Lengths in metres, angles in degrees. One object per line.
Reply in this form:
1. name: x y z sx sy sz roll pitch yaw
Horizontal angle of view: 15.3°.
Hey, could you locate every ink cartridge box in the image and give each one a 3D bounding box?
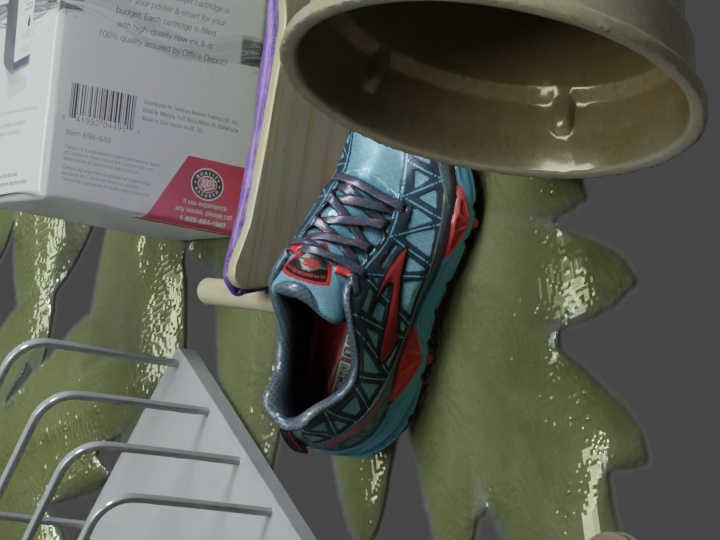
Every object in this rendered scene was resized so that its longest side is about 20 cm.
1. ink cartridge box: -0.136 -0.127 1.566 0.085 0.145 0.201 -3 79 53

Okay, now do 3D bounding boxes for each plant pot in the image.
1. plant pot: 0.076 -0.167 1.270 0.200 0.200 0.184 -14 59 50

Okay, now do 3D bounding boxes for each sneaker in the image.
1. sneaker: 0.000 0.000 1.389 0.079 0.095 0.201 12 94 34

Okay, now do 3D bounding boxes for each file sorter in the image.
1. file sorter: -0.134 0.151 1.512 0.139 0.124 0.200 -61 41 23

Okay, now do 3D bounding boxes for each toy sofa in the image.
1. toy sofa: -0.040 -0.077 1.469 0.083 0.097 0.201 7 87 53

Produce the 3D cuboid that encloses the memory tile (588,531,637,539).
1. memory tile: 0.148 0.215 1.215 0.200 0.017 0.154 23 100 52
